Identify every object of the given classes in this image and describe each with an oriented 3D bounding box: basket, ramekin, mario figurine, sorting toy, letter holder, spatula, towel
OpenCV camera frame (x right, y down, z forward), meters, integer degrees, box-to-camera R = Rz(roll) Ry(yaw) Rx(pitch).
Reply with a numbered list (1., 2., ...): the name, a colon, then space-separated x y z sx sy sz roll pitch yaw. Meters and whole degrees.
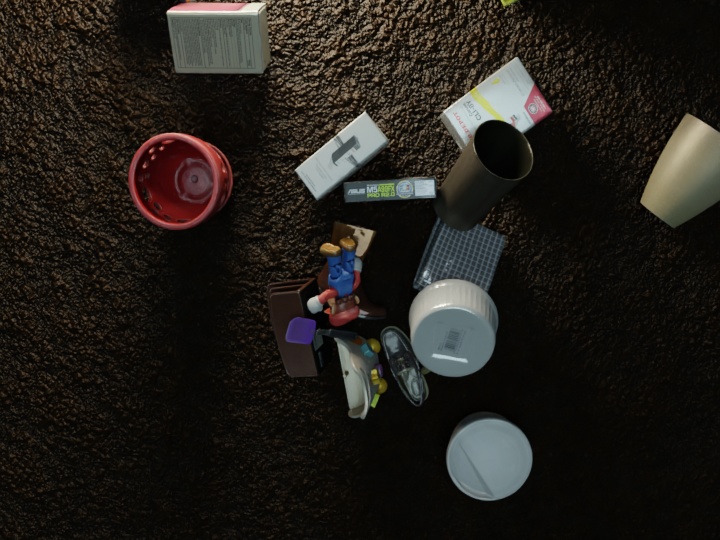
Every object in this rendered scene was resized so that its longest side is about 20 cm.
1. basket: 0.247 -0.188 1.327 0.135 0.181 0.201 34 139 -1
2. ramekin: 0.199 0.130 1.363 0.197 0.098 0.203 4 116 7
3. mario figurine: -0.057 0.029 1.409 0.121 0.106 0.203 0 115 0
4. ramekin: 0.300 0.432 1.508 0.199 0.094 0.206 0 98 2
5. sorting toy: 0.002 0.251 1.452 0.105 0.180 0.203 -10 98 4
6. letter holder: -0.161 0.133 1.462 0.140 0.101 0.203 -6 104 21
7. spatula: -0.079 0.138 1.408 0.198 0.020 0.057 10 96 -44
8. towel: 0.225 -0.024 1.427 0.164 0.086 0.203 23 79 -1

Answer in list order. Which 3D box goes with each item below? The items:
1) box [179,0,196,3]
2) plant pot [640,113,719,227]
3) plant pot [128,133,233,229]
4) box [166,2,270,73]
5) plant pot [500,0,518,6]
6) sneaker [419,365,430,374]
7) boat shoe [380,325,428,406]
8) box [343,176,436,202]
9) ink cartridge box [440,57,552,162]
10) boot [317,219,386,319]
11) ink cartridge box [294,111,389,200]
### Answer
1. box: -0.419 -0.721 1.367 0.191 0.122 0.202 27 98 -2
2. plant pot: 0.713 -0.201 1.374 0.186 0.188 0.201 35 112 -3
3. plant pot: -0.387 -0.197 1.406 0.197 0.183 0.204 0 98 2
4. box: -0.304 -0.508 1.380 0.196 0.110 0.130 1 122 2
5. plant pot: 0.352 -0.681 1.308 0.198 0.182 0.201 -25 96 6
6. sneaker: 0.168 0.143 1.487 0.087 0.077 0.203 21 90 1
7. boat shoe: 0.106 0.228 1.502 0.071 0.065 0.203 -22 96 7
8. box: 0.065 -0.180 1.401 0.196 0.160 0.045 -2 100 3
9. ink cartridge box: 0.298 -0.347 1.405 0.199 0.083 0.146 -35 95 7
10. boot: 0.000 0.000 1.480 0.186 0.068 0.203 21 99 11
11. ink cartridge box: -0.037 -0.251 1.402 0.199 0.144 0.084 -37 95 7
